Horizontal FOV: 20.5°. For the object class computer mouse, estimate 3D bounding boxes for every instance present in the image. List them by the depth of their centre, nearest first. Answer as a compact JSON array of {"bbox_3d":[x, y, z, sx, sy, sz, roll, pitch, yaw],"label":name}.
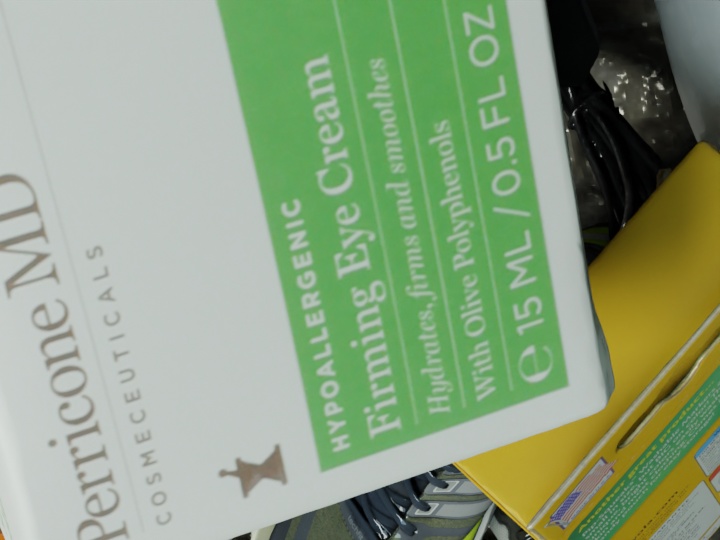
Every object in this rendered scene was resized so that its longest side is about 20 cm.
[{"bbox_3d":[0.056,-0.073,0.650,0.046,0.141,0.200,-31,156,3],"label":"computer mouse"}]

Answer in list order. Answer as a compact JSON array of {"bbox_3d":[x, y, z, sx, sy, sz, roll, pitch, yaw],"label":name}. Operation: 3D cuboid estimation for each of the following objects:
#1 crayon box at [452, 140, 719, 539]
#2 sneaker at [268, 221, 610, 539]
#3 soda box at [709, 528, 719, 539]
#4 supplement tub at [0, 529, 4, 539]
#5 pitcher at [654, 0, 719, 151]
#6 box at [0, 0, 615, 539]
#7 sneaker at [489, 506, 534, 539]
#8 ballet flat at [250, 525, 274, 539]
[{"bbox_3d":[0.098,0.039,0.650,0.052,0.200,0.126,41,88,23],"label":"crayon box"},{"bbox_3d":[0.028,0.058,0.727,0.074,0.081,0.200,46,105,21],"label":"sneaker"},{"bbox_3d":[0.208,0.061,0.781,0.063,0.068,0.200,28,129,-2],"label":"soda box"},{"bbox_3d":[-0.195,0.113,0.947,0.107,0.107,0.200,25,129,2],"label":"supplement tub"},{"bbox_3d":[0.171,-0.099,0.653,0.171,0.121,0.200,-33,97,33],"label":"pitcher"},{"bbox_3d":[-0.054,-0.058,0.560,0.171,0.200,0.200,-17,116,-12],"label":"box"},{"bbox_3d":[0.098,0.112,0.772,0.074,0.079,0.200,-37,89,18],"label":"sneaker"},{"bbox_3d":[-0.036,0.107,0.903,0.199,0.073,0.073,-4,123,25],"label":"ballet flat"}]
